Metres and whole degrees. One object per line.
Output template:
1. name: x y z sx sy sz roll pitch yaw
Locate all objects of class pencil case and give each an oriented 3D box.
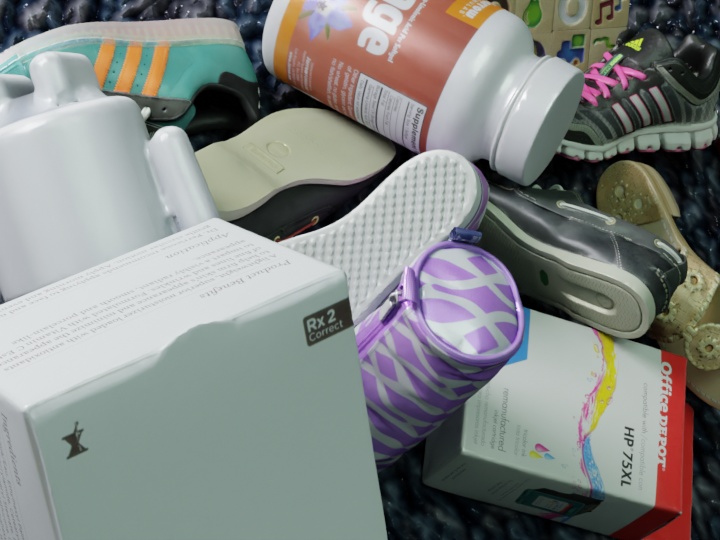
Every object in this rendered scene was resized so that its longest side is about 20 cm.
1. pencil case: 0.020 0.060 1.095 0.085 0.200 0.084 5 57 -27

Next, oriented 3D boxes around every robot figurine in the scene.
1. robot figurine: -0.168 -0.028 1.092 0.113 0.169 0.201 -19 92 -73

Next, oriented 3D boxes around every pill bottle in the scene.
1. pill bottle: 0.043 -0.139 1.221 0.199 0.112 0.112 28 55 15

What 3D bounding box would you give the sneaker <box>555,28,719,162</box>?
1. sneaker: 0.185 -0.132 1.311 0.199 0.088 0.074 -6 30 -32

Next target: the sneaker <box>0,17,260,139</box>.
1. sneaker: -0.152 -0.111 1.178 0.199 0.071 0.080 -13 67 -29

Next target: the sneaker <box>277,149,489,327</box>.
1. sneaker: 0.001 0.001 1.182 0.200 0.114 0.073 -31 82 7

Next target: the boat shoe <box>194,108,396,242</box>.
1. boat shoe: -0.056 -0.055 1.201 0.074 0.063 0.201 41 40 22

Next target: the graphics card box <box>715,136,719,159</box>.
1. graphics card box: 0.377 -0.055 1.393 0.199 0.051 0.126 -3 66 -24

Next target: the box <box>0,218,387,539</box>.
1. box: -0.107 0.104 1.002 0.198 0.130 0.201 -24 118 -31

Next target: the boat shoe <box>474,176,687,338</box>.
1. boat shoe: 0.123 -0.024 1.227 0.199 0.072 0.068 27 57 26

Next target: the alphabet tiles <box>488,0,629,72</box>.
1. alphabet tiles: 0.124 -0.203 1.303 0.165 0.006 0.201 -7 112 -26

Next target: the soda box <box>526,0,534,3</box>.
1. soda box: 0.028 -0.231 1.322 0.199 0.063 0.070 11 61 -18

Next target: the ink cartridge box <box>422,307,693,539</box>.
1. ink cartridge box: 0.147 0.103 1.204 0.199 0.067 0.117 16 60 -16

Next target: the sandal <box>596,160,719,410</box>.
1. sandal: 0.205 0.012 1.255 0.069 0.078 0.213 6 48 -43
